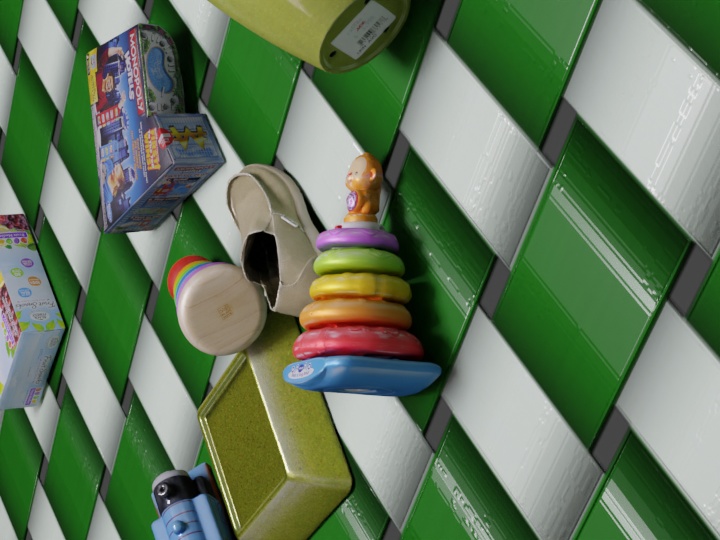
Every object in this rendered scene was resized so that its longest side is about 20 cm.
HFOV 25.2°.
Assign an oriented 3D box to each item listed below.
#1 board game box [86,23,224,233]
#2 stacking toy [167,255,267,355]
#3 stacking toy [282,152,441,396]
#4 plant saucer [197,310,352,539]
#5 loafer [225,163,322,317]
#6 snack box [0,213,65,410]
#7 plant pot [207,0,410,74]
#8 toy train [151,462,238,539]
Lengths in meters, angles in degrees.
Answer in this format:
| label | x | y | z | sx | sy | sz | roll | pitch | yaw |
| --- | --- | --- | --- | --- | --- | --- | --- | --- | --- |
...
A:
| label | x | y | z | sx | sy | sz | roll | pitch | yaw |
| --- | --- | --- | --- | --- | --- | --- | --- | --- | --- |
| board game box | -0.216 | -0.150 | 1.695 | 0.199 | 0.061 | 0.202 | -9 | 87 | 58 |
| stacking toy | -0.149 | 0.021 | 1.578 | 0.200 | 0.084 | 0.086 | -144 | 54 | -73 |
| stacking toy | 0.000 | 0.000 | 1.337 | 0.116 | 0.109 | 0.202 | -16 | 70 | 61 |
| plant saucer | -0.096 | 0.164 | 1.553 | 0.200 | 0.048 | 0.201 | -53 | 50 | 49 |
| loafer | -0.082 | -0.030 | 1.480 | 0.200 | 0.068 | 0.076 | 52 | 136 | 42 |
| snack box | -0.464 | 0.055 | 2.133 | 0.201 | 0.067 | 0.169 | 64 | 143 | 32 |
| plant pot | -0.052 | -0.263 | 1.320 | 0.200 | 0.186 | 0.188 | 50 | 136 | 23 |
| toy train | -0.151 | 0.281 | 1.588 | 0.114 | 0.086 | 0.201 | 51 | -167 | -56 |
